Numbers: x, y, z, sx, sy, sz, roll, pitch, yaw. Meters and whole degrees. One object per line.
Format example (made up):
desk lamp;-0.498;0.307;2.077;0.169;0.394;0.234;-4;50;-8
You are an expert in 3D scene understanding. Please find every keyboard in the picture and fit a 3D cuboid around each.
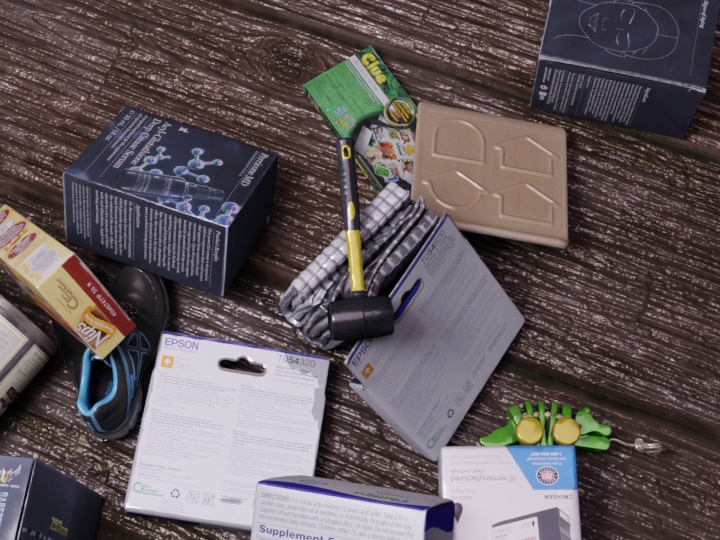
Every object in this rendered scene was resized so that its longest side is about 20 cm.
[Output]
keyboard;-0.279;0.084;1.293;0.126;0.021;0.201;-24;71;-2

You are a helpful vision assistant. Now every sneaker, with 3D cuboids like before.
sneaker;-0.262;0.081;1.238;0.072;0.082;0.202;3;70;11

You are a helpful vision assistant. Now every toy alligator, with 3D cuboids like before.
toy alligator;0.227;0.169;1.221;0.198;0.059;0.055;0;69;2

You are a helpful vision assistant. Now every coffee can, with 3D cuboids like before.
coffee can;-0.448;0.114;1.218;0.146;0.147;0.200;35;74;14

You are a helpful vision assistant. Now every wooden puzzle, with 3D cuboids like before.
wooden puzzle;0.149;-0.106;1.314;0.183;0.046;0.201;10;50;-5

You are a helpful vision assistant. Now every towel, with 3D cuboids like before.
towel;0.000;0.000;1.219;0.086;0.200;0.166;43;75;-1

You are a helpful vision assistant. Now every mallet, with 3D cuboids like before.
mallet;0.003;-0.031;1.104;0.065;0.041;0.202;3;80;-5

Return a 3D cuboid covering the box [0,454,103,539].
box;-0.325;0.283;1.121;0.051;0.200;0.159;3;68;8

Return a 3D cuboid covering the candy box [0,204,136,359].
candy box;-0.332;0.009;1.210;0.055;0.116;0.199;-44;38;-15

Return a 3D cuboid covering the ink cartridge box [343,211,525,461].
ink cartridge box;0.074;0.070;1.201;0.040;0.200;0.200;17;65;46

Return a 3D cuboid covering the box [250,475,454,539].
box;-0.012;0.314;1.097;0.182;0.105;0.202;4;87;23

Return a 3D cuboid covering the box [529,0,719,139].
box;0.322;-0.290;1.361;0.195;0.124;0.202;12;69;8

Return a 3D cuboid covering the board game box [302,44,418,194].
board game box;0.024;-0.177;1.382;0.104;0.023;0.201;-31;71;-9

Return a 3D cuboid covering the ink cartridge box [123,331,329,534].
ink cartridge box;-0.141;0.181;1.231;0.194;0.043;0.202;9;68;-1

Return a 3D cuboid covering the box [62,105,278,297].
box;-0.214;-0.081;1.280;0.198;0.108;0.149;18;42;8

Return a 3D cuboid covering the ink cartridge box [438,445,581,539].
ink cartridge box;0.155;0.288;1.164;0.143;0.084;0.202;-1;70;2
